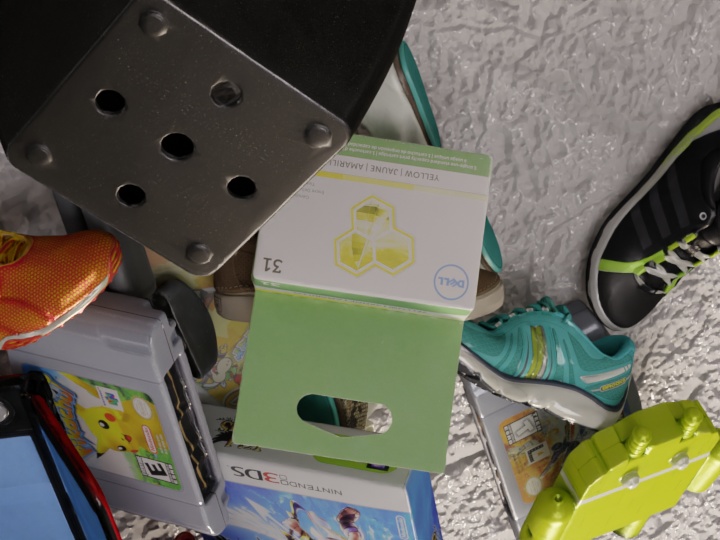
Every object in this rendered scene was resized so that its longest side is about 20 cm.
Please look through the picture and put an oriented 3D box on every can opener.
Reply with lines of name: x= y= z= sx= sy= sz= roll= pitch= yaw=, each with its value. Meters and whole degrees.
can opener: x=-0.152 y=-0.005 z=0.993 sx=0.066 sy=0.052 sz=0.201 roll=-45 pitch=134 yaw=-33

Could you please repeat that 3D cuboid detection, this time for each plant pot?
plant pot: x=-0.093 y=-0.120 z=0.840 sx=0.199 sy=0.178 sz=0.199 roll=32 pitch=124 yaw=-27

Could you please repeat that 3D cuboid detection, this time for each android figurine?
android figurine: x=0.208 y=0.164 z=1.179 sx=0.180 sy=0.041 sz=0.201 roll=-16 pitch=150 yaw=-22

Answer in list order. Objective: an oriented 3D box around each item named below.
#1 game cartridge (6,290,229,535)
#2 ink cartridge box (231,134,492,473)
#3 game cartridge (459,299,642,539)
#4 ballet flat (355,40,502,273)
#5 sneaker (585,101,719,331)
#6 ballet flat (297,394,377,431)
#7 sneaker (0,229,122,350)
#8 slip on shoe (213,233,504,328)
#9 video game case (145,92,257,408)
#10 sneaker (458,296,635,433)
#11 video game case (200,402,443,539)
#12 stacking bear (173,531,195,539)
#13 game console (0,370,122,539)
game cartridge: x=-0.167 y=0.094 z=1.024 sx=0.041 sy=0.132 sz=0.201 roll=-53 pitch=145 yaw=-39
ink cartridge box: x=0.001 y=0.017 z=0.967 sx=0.144 sy=0.048 sz=0.202 roll=8 pitch=77 yaw=-2
game cartridge: x=0.162 y=0.124 z=1.225 sx=0.132 sy=0.042 sz=0.201 roll=-23 pitch=125 yaw=-2
ballet flat: x=0.036 y=-0.069 z=1.047 sx=0.069 sy=0.070 sz=0.201 roll=-30 pitch=123 yaw=-2
sneaker: x=0.240 y=-0.034 z=1.126 sx=0.071 sy=0.083 sz=0.201 roll=20 pitch=108 yaw=-30
ballet flat: x=-0.018 y=0.124 z=1.140 sx=0.075 sy=0.068 sz=0.202 roll=-29 pitch=138 yaw=-34
sneaker: x=-0.241 y=0.006 z=0.933 sx=0.198 sy=0.073 sz=0.078 roll=-12 pitch=129 yaw=15
slip on shoe: x=0.000 y=0.000 z=1.026 sx=0.198 sy=0.076 sz=0.061 roll=1 pitch=103 yaw=-2
video game case: x=-0.094 y=0.002 z=1.056 sx=0.200 sy=0.023 sz=0.182 roll=-42 pitch=126 yaw=6
sneaker: x=0.120 y=0.055 z=1.119 sx=0.199 sy=0.077 sz=0.080 roll=20 pitch=95 yaw=-31
video game case: x=-0.031 y=0.189 z=1.102 sx=0.179 sy=0.046 sz=0.201 roll=8 pitch=135 yaw=21
stacking bear: x=-0.091 y=0.286 z=1.123 sx=0.113 sy=0.122 sz=0.201 roll=-10 pitch=121 yaw=33
game console: x=-0.224 y=0.179 z=1.017 sx=0.170 sy=0.119 sz=0.201 roll=-7 pitch=129 yaw=5
